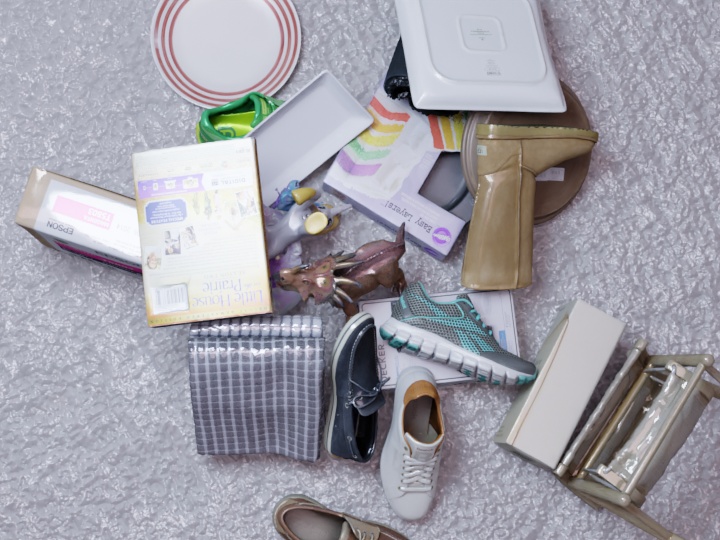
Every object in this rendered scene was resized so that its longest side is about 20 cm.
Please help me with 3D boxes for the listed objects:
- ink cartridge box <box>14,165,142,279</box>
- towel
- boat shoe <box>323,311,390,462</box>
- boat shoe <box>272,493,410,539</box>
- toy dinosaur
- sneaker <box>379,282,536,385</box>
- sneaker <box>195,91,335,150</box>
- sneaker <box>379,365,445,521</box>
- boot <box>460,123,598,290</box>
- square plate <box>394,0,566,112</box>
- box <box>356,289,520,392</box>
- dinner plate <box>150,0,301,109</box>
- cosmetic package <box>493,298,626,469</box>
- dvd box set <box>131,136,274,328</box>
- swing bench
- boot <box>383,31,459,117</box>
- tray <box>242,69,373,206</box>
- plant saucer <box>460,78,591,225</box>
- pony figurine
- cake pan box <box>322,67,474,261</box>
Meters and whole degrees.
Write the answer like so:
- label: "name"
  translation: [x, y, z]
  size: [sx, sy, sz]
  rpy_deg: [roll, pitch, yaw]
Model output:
- label: "ink cartridge box"
  translation: [-0.303, -0.047, 1.379]
  size: [0.198, 0.165, 0.076]
  rpy_deg: [19, 81, 0]
- label: "towel"
  translation: [-0.121, 0.146, 1.348]
  size: [0.164, 0.201, 0.086]
  rpy_deg: [-2, 41, -4]
- label: "boat shoe"
  translation: [0.000, 0.143, 1.351]
  size: [0.062, 0.074, 0.202]
  rpy_deg: [23, 118, 31]
- label: "boat shoe"
  translation: [-0.017, 0.336, 1.386]
  size: [0.198, 0.072, 0.076]
  rpy_deg: [18, 82, 0]
- label: "toy dinosaur"
  translation: [0.000, 0.000, 1.349]
  size: [0.199, 0.136, 0.086]
  rpy_deg: [-36, 67, -19]
- label: "sneaker"
  translation: [0.127, 0.076, 1.371]
  size: [0.198, 0.078, 0.092]
  rpy_deg: [22, 77, -1]
- label: "sneaker"
  translation: [-0.113, -0.186, 1.447]
  size: [0.198, 0.084, 0.075]
  rpy_deg: [-9, 75, -5]
- label: "sneaker"
  translation: [0.064, 0.224, 1.374]
  size: [0.072, 0.085, 0.202]
  rpy_deg: [-2, 107, -7]
- label: "boot"
  translation: [0.209, -0.080, 1.407]
  size: [0.173, 0.066, 0.202]
  rpy_deg: [-1, 100, -17]
- label: "square plate"
  translation: [0.148, -0.285, 1.397]
  size: [0.198, 0.029, 0.200]
  rpy_deg: [-1, 61, -14]
- label: "box"
  translation: [0.097, 0.089, 1.433]
  size: [0.198, 0.060, 0.118]
  rpy_deg: [-4, 82, -3]
- label: "dinner plate"
  translation: [-0.178, -0.307, 1.493]
  size: [0.198, 0.024, 0.202]
  rpy_deg: [0, 83, -3]
- label: "cosmetic package"
  translation: [0.248, 0.143, 1.412]
  size: [0.073, 0.104, 0.201]
  rpy_deg: [27, 81, 2]
- label: "dvd box set"
  translation: [-0.178, -0.043, 1.279]
  size: [0.145, 0.029, 0.202]
  rpy_deg: [-8, 85, 4]
- label: "swing bench"
  translation: [0.344, 0.198, 1.352]
  size: [0.129, 0.200, 0.200]
  rpy_deg: [38, 81, -22]
- label: "boot"
  translation: [0.132, -0.266, 1.444]
  size: [0.198, 0.077, 0.169]
  rpy_deg: [14, 60, -9]
- label: "tray"
  translation: [-0.089, -0.164, 1.424]
  size: [0.199, 0.107, 0.022]
  rpy_deg: [-37, 43, 13]
- label: "plant saucer"
  translation: [0.220, -0.155, 1.446]
  size: [0.198, 0.029, 0.202]
  rpy_deg: [-4, 100, -25]
- label: "pony figurine"
  translation: [-0.105, -0.036, 1.391]
  size: [0.192, 0.200, 0.167]
  rpy_deg: [-30, 87, 8]
- label: "cake pan box"
  translation: [0.077, -0.137, 1.469]
  size: [0.199, 0.052, 0.185]
  rpy_deg: [32, 84, 1]
